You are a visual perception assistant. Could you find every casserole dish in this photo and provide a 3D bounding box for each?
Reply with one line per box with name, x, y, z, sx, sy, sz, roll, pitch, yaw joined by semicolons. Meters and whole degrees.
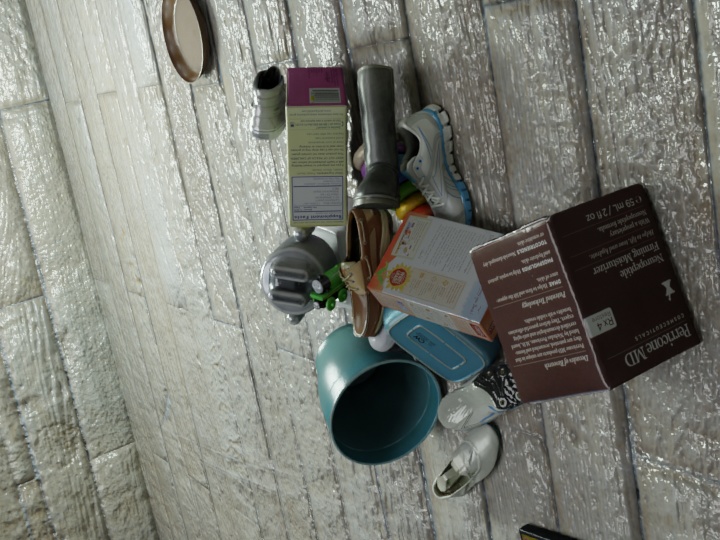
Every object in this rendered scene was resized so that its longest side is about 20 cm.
casserole dish;0.117;0.102;1.472;0.199;0.039;0.121;38;135;-16

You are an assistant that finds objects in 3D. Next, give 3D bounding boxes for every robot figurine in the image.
robot figurine;-0.100;0.004;1.633;0.200;0.110;0.173;-60;-19;-74

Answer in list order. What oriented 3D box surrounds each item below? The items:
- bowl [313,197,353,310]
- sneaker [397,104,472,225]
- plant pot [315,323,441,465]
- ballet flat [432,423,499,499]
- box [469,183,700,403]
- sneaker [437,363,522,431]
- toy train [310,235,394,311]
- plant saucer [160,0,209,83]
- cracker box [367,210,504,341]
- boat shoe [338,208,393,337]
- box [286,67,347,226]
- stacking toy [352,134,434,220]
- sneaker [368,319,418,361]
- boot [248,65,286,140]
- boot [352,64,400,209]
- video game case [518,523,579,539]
bowl;-0.036;-0.023;1.746;0.199;0.073;0.204;20;122;56
sneaker;0.099;-0.134;1.441;0.075;0.085;0.204;-12;97;58
plant pot;0.013;0.192;1.681;0.188;0.196;0.204;-128;31;-57
ballet flat;0.167;0.319;1.597;0.070;0.068;0.201;56;147;25
box;0.263;0.029;1.172;0.164;0.164;0.204;-25;85;59
sneaker;0.198;0.189;1.484;0.199;0.071;0.073;-33;66;46
toy train;-0.009;-0.002;1.584;0.041;0.199;0.057;15;127;38
plant saucer;-0.367;-0.500;2.083;0.200;0.032;0.204;37;135;47
cracker box;0.124;0.005;1.378;0.197;0.136;0.058;17;159;38
boat shoe;0.000;0.000;1.524;0.075;0.073;0.205;0;86;59
box;-0.070;-0.201;1.592;0.177;0.094;0.204;-97;7;-61
stacking toy;0.073;-0.114;1.516;0.202;0.084;0.086;56;147;13
sneaker;0.088;0.042;1.569;0.075;0.112;0.204;9;79;58
boot;-0.142;-0.306;1.692;0.201;0.072;0.097;-76;-7;-58
boot;0.025;-0.190;1.406;0.182;0.071;0.205;-61;-26;-83
video game case;0.324;0.485;1.462;0.199;0.025;0.185;-1;105;60
